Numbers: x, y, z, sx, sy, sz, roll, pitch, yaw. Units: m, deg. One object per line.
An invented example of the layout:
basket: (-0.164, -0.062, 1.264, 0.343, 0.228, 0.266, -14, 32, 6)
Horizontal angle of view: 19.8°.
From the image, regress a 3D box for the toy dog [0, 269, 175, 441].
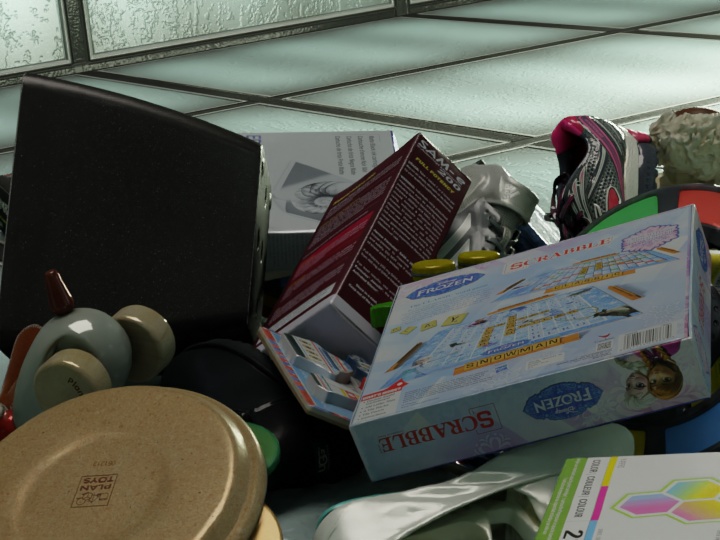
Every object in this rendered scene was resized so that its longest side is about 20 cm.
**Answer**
toy dog: (-0.223, 0.066, 1.356, 0.199, 0.097, 0.132, -29, 6, 14)

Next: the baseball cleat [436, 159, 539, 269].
baseball cleat: (0.092, -0.013, 1.549, 0.106, 0.070, 0.200, -37, 42, 18)

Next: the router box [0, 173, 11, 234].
router box: (-0.287, -0.077, 2.202, 0.199, 0.062, 0.150, -10, 15, -17)

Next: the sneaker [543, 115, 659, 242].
sneaker: (0.175, -0.025, 1.551, 0.074, 0.201, 0.081, 19, -37, -24)

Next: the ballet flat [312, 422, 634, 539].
ballet flat: (0.073, 0.141, 1.139, 0.199, 0.070, 0.069, -15, 15, -17)

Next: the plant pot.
plant pot: (-0.160, -0.018, 1.534, 0.176, 0.201, 0.200, 4, -12, 2)

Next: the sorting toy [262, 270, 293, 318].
sorting toy: (-0.110, 0.007, 1.753, 0.199, 0.070, 0.199, -13, 15, -24)

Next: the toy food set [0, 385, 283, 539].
toy food set: (-0.139, 0.137, 1.148, 0.199, 0.049, 0.198, -16, 39, 5)

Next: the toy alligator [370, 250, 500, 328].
toy alligator: (0.097, 0.018, 1.430, 0.199, 0.060, 0.054, -11, 12, -36)

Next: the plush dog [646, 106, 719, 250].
plush dog: (0.277, -0.035, 1.673, 0.199, 0.161, 0.171, 6, -16, -42)

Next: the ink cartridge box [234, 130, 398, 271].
ink cartridge box: (-0.011, -0.061, 1.711, 0.199, 0.041, 0.200, -1, 28, -4)

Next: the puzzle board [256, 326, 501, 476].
puzzle board: (0.018, 0.085, 1.312, 0.150, 0.017, 0.200, 24, 6, -15)

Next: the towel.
towel: (0.133, -0.025, 1.718, 0.049, 0.112, 0.200, -42, 10, 9)

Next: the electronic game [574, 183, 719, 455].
electronic game: (0.191, 0.036, 1.288, 0.199, 0.201, 0.042, 4, -23, 37)

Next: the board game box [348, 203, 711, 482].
board game box: (0.106, 0.039, 1.206, 0.199, 0.041, 0.200, -15, 20, 16)

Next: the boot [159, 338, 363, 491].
boot: (-0.117, 0.106, 1.318, 0.168, 0.077, 0.200, -12, 20, -38)

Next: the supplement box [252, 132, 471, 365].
supplement box: (0.000, 0.000, 1.495, 0.109, 0.061, 0.200, -35, 20, 42)

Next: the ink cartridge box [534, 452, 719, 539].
ink cartridge box: (0.193, 0.146, 1.007, 0.199, 0.076, 0.148, -4, 13, 14)

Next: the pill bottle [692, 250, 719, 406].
pill bottle: (0.210, 0.040, 1.375, 0.199, 0.110, 0.109, 5, 17, 38)
